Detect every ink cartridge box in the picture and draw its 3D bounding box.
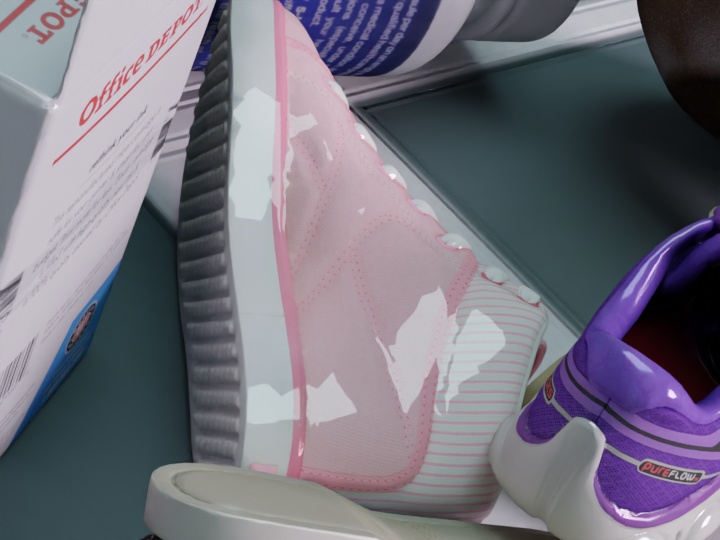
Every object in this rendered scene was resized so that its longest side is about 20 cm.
[{"bbox_3d":[-0.097,-0.038,0.651,0.067,0.201,0.116,28,36,5],"label":"ink cartridge box"}]

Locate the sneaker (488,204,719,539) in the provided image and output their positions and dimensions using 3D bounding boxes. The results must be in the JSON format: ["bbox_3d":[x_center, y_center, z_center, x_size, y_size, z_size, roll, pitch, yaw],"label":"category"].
[{"bbox_3d":[0.121,0.013,0.715,0.080,0.084,0.200,38,43,16],"label":"sneaker"}]

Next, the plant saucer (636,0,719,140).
[{"bbox_3d":[0.185,-0.054,0.894,0.199,0.037,0.200,24,-5,2],"label":"plant saucer"}]

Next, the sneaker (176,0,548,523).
[{"bbox_3d":[0.000,0.000,0.763,0.104,0.076,0.201,7,48,-15],"label":"sneaker"}]

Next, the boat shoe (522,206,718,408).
[{"bbox_3d":[0.117,0.010,0.823,0.063,0.073,0.201,35,45,7],"label":"boat shoe"}]

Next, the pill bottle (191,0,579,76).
[{"bbox_3d":[-0.020,-0.129,0.875,0.198,0.120,0.120,0,43,-29],"label":"pill bottle"}]

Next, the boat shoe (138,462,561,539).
[{"bbox_3d":[0.032,0.103,0.670,0.198,0.060,0.072,13,7,-17],"label":"boat shoe"}]
